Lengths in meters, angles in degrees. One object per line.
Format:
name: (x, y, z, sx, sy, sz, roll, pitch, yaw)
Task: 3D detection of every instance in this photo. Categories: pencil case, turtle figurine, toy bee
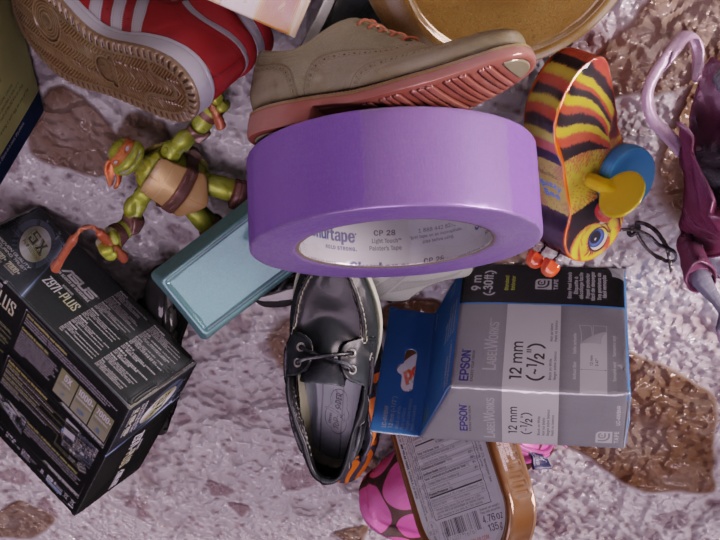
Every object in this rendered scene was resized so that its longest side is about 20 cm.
pencil case: (0.090, 0.179, 1.125, 0.093, 0.091, 0.200, 23, 135, -31)
turtle figurine: (-0.143, -0.056, 0.973, 0.161, 0.064, 0.201, 31, 103, -25)
toy bee: (0.161, -0.050, 0.884, 0.109, 0.131, 0.201, -39, 105, -14)

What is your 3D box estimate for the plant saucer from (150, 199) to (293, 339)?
plant saucer: (-0.064, -0.028, 0.953, 0.199, 0.019, 0.070, -37, 107, 3)

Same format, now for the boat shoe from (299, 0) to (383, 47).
boat shoe: (-0.008, -0.163, 0.856, 0.060, 0.076, 0.201, 24, 131, -3)

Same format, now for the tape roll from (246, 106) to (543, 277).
tape roll: (0.022, -0.047, 0.837, 0.198, 0.066, 0.200, -2, 167, 0)

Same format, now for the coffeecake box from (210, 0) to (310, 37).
coffeecake box: (-0.101, -0.264, 0.777, 0.199, 0.073, 0.154, 22, 122, -8)

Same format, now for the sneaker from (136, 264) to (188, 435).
sneaker: (-0.196, 0.071, 1.093, 0.079, 0.076, 0.201, 16, 131, 0)

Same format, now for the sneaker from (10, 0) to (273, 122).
sneaker: (-0.153, -0.178, 0.887, 0.199, 0.112, 0.072, 29, 140, 27)

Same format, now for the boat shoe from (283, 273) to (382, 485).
boat shoe: (-0.025, 0.080, 0.959, 0.074, 0.066, 0.201, 8, 118, 3)

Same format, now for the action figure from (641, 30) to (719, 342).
action figure: (0.252, -0.047, 0.887, 0.149, 0.134, 0.200, 37, 164, 22)

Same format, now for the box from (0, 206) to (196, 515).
box: (-0.259, 0.077, 1.050, 0.200, 0.086, 0.164, 42, 131, 12)

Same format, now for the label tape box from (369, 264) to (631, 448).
label tape box: (0.112, 0.063, 0.979, 0.198, 0.144, 0.066, 3, 131, 8)

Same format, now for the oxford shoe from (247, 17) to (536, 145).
oxford shoe: (0.012, -0.132, 0.781, 0.198, 0.075, 0.071, -9, 167, 22)

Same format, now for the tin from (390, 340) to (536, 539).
tin: (0.082, 0.155, 1.045, 0.112, 0.202, 0.042, -27, 163, 35)

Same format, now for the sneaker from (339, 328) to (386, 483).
sneaker: (-0.022, 0.144, 1.095, 0.077, 0.112, 0.201, 7, 131, 5)

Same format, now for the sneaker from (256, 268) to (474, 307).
sneaker: (0.000, 0.000, 0.997, 0.199, 0.074, 0.080, -14, 131, 21)

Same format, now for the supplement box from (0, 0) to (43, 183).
supplement box: (-0.334, -0.143, 0.852, 0.133, 0.201, 0.201, 3, 131, 8)

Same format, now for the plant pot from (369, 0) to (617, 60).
plant pot: (0.097, -0.210, 0.783, 0.198, 0.028, 0.201, -8, 130, -9)
